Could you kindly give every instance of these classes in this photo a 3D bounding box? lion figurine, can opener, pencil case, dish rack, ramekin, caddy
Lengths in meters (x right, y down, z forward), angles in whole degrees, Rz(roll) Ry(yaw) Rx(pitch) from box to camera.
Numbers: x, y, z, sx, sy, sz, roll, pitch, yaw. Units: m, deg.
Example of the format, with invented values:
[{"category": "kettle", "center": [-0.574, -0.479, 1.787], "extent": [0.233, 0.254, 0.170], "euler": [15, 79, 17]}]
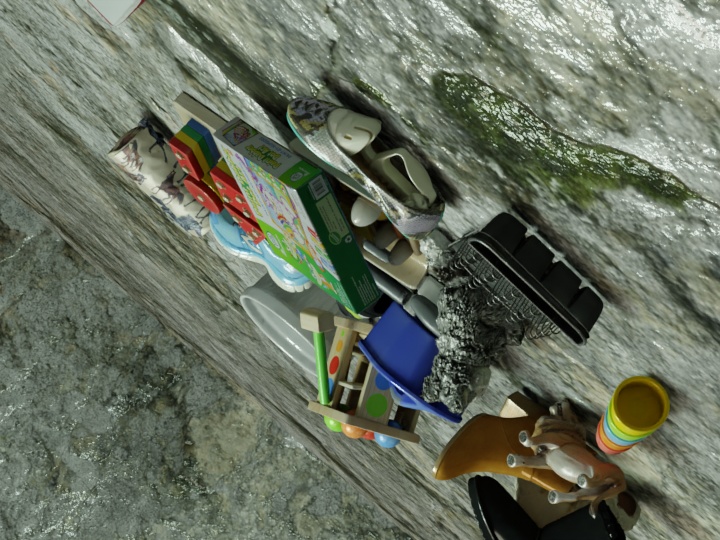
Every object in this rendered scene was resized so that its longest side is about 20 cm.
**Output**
[{"category": "lion figurine", "center": [0.258, 0.230, 1.539], "extent": [0.122, 0.073, 0.200], "euler": [4, -154, -32]}, {"category": "can opener", "center": [0.053, 0.014, 1.602], "extent": [0.200, 0.053, 0.066], "euler": [38, -177, 20]}, {"category": "pencil case", "center": [-0.282, -0.138, 1.967], "extent": [0.200, 0.090, 0.078], "euler": [45, 152, -16]}, {"category": "dish rack", "center": [0.158, 0.014, 1.340], "extent": [0.153, 0.055, 0.200], "euler": [44, 165, -5]}, {"category": "ramekin", "center": [-0.078, 0.069, 1.988], "extent": [0.200, 0.105, 0.200], "euler": [38, 164, 13]}, {"category": "caddy", "center": [0.073, 0.124, 1.659], "extent": [0.141, 0.105, 0.200], "euler": [33, -175, -19]}]

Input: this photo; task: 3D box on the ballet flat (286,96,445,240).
[{"category": "ballet flat", "center": [0.014, -0.119, 1.339], "extent": [0.200, 0.072, 0.072], "euler": [43, 165, -6]}]

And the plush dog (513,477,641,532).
[{"category": "plush dog", "center": [0.270, 0.316, 1.775], "extent": [0.200, 0.161, 0.172], "euler": [37, -172, 16]}]

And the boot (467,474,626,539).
[{"category": "boot", "center": [0.243, 0.330, 1.654], "extent": [0.199, 0.162, 0.073], "euler": [67, -162, 3]}]

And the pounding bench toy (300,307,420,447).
[{"category": "pounding bench toy", "center": [-0.012, 0.150, 1.810], "extent": [0.199, 0.157, 0.124], "euler": [19, 176, -27]}]

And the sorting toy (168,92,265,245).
[{"category": "sorting toy", "center": [-0.172, -0.118, 1.771], "extent": [0.200, 0.070, 0.199], "euler": [35, 164, 23]}]

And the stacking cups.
[{"category": "stacking cups", "center": [0.292, 0.171, 1.427], "extent": [0.060, 0.061, 0.200], "euler": [38, 165, 14]}]

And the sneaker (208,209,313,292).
[{"category": "sneaker", "center": [-0.139, -0.056, 1.900], "extent": [0.199, 0.078, 0.090], "euler": [32, 144, 23]}]

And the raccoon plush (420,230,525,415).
[{"category": "raccoon plush", "center": [0.093, 0.067, 1.492], "extent": [0.200, 0.134, 0.097], "euler": [46, 166, -16]}]

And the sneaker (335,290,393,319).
[{"category": "sneaker", "center": [0.000, 0.000, 1.715], "extent": [0.082, 0.072, 0.200], "euler": [9, 152, 26]}]

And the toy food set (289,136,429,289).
[{"category": "toy food set", "center": [-0.003, -0.064, 1.512], "extent": [0.143, 0.060, 0.200], "euler": [33, 162, 28]}]

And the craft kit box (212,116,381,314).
[{"category": "craft kit box", "center": [-0.075, -0.066, 1.533], "extent": [0.197, 0.048, 0.201], "euler": [39, 160, 50]}]

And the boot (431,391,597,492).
[{"category": "boot", "center": [0.198, 0.239, 1.627], "extent": [0.144, 0.201, 0.071], "euler": [39, 137, 24]}]

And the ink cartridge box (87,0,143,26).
[{"category": "ink cartridge box", "center": [-0.149, -0.306, 0.940], "extent": [0.145, 0.200, 0.145], "euler": [46, 167, -13]}]
